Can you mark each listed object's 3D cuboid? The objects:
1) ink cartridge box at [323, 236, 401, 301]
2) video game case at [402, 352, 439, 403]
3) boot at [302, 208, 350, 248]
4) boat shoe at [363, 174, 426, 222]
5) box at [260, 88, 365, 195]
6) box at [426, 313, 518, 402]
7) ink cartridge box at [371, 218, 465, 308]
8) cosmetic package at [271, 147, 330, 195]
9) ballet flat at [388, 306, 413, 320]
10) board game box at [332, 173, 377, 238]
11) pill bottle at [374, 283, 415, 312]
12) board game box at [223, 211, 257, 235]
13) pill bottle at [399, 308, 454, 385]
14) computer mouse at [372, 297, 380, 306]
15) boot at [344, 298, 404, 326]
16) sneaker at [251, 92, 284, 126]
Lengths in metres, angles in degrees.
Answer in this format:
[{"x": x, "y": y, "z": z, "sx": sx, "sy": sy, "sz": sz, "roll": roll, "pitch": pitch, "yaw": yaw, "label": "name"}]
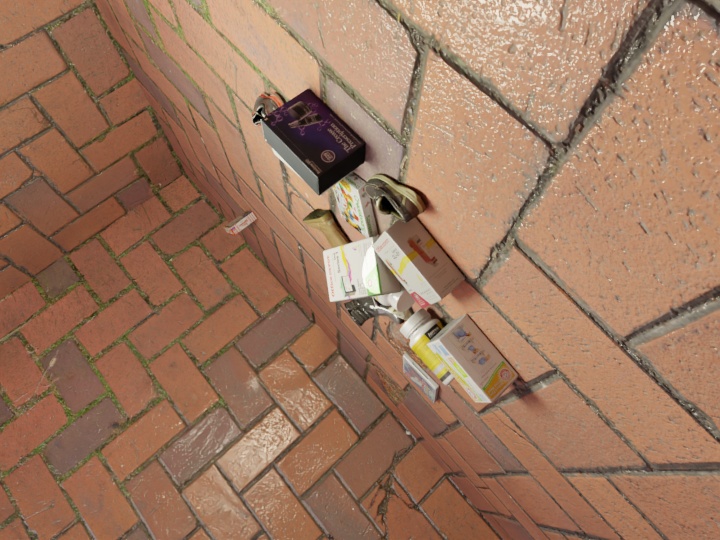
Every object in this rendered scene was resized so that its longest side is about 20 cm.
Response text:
[{"x": 0.000, "y": 0.000, "z": 1.354, "sx": 0.199, "sy": 0.084, "sz": 0.146, "roll": -12, "pitch": 84, "yaw": 46, "label": "ink cartridge box"}, {"x": 0.236, "y": 0.428, "z": 2.032, "sx": 0.182, "sy": 0.023, "sz": 0.200, "roll": 44, "pitch": 163, "yaw": 25, "label": "video game case"}, {"x": -0.096, "y": -0.103, "z": 1.689, "sx": 0.201, "sy": 0.066, "sz": 0.175, "roll": 56, "pitch": 164, "yaw": -22, "label": "boot"}, {"x": 0.059, "y": -0.157, "z": 1.122, "sx": 0.200, "sy": 0.065, "sz": 0.073, "roll": 31, "pitch": 157, "yaw": 54, "label": "boat shoe"}, {"x": -0.106, "y": -0.289, "z": 1.148, "sx": 0.200, "sy": 0.141, "sz": 0.079, "roll": 46, "pitch": 164, "yaw": 16, "label": "box"}, {"x": 0.280, "y": 0.225, "z": 1.296, "sx": 0.200, "sy": 0.101, "sz": 0.113, "roll": 50, "pitch": 164, "yaw": 5, "label": "box"}, {"x": 0.129, "y": -0.021, "z": 1.198, "sx": 0.200, "sy": 0.083, "sz": 0.145, "roll": 51, "pitch": 164, "yaw": 2, "label": "ink cartridge box"}, {"x": -0.123, "y": -0.289, "z": 1.254, "sx": 0.200, "sy": 0.113, "sz": 0.081, "roll": 46, "pitch": 164, "yaw": 25, "label": "cosmetic package"}, {"x": 0.103, "y": 0.097, "z": 1.581, "sx": 0.067, "sy": 0.062, "sz": 0.201, "roll": 30, "pitch": 154, "yaw": 52, "label": "ballet flat"}, {"x": -0.019, "y": -0.180, "z": 1.346, "sx": 0.126, "sy": 0.035, "sz": 0.201, "roll": 41, "pitch": 162, "yaw": 32, "label": "board game box"}, {"x": 0.065, "y": 0.025, "z": 1.430, "sx": 0.200, "sy": 0.112, "sz": 0.113, "roll": 40, "pitch": 161, "yaw": 35, "label": "pill bottle"}, {"x": -0.641, "y": -0.253, "z": 2.727, "sx": 0.046, "sy": 0.151, "sz": 0.200, "roll": 56, "pitch": 165, "yaw": -19, "label": "board game box"}, {"x": 0.210, "y": 0.210, "z": 1.436, "sx": 0.200, "sy": 0.114, "sz": 0.114, "roll": 46, "pitch": 164, "yaw": 15, "label": "pill bottle"}, {"x": 0.056, "y": 0.052, "z": 1.612, "sx": 0.200, "sy": 0.043, "sz": 0.111, "roll": 64, "pitch": -156, "yaw": -64, "label": "computer mouse"}, {"x": 0.045, "y": 0.147, "z": 1.729, "sx": 0.200, "sy": 0.131, "sz": 0.070, "roll": 39, "pitch": 160, "yaw": 37, "label": "boot"}, {"x": -0.270, "y": -0.432, "z": 1.397, "sx": 0.077, "sy": 0.082, "sz": 0.200, "roll": 57, "pitch": 163, "yaw": -20, "label": "sneaker"}]
